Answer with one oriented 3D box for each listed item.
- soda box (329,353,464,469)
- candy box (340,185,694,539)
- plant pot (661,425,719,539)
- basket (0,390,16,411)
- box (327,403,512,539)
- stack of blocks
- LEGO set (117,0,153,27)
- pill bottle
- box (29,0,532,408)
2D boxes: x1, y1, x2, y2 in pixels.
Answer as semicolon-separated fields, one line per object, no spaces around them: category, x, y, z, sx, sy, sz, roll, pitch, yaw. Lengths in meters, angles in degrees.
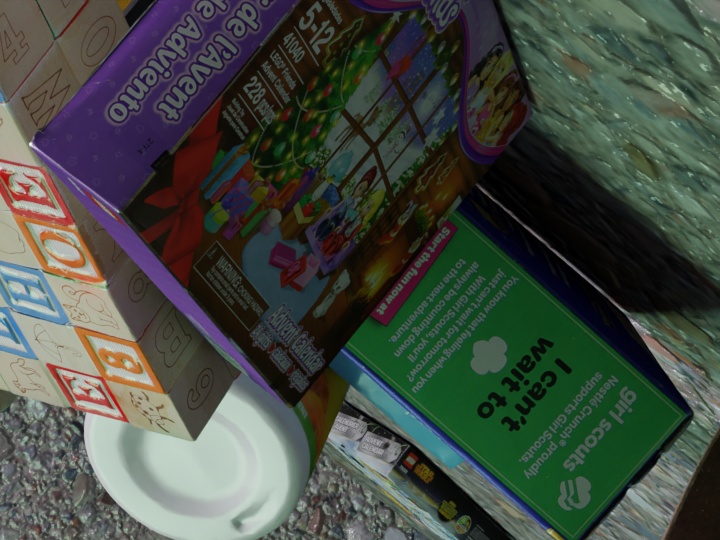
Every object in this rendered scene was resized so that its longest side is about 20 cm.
soda box;0.000;0.000;1.125;0.200;0.064;0.068;40;135;-15
candy box;0.024;0.000;0.937;0.200;0.077;0.169;39;-173;-9
plant pot;0.208;0.159;0.849;0.200;0.187;0.187;19;166;21
basket;-0.234;-0.022;1.357;0.123;0.136;0.200;31;147;22
box;0.052;0.207;2.298;0.137;0.040;0.200;28;167;50
stack of blocks;-0.120;-0.036;0.806;0.115;0.059;0.200;13;145;31
LEGO set;-0.122;-0.121;0.863;0.154;0.116;0.200;33;170;37
pill bottle;-0.055;0.035;1.197;0.111;0.111;0.200;40;-145;-11
box;-0.015;-0.045;0.743;0.039;0.137;0.200;36;173;21
